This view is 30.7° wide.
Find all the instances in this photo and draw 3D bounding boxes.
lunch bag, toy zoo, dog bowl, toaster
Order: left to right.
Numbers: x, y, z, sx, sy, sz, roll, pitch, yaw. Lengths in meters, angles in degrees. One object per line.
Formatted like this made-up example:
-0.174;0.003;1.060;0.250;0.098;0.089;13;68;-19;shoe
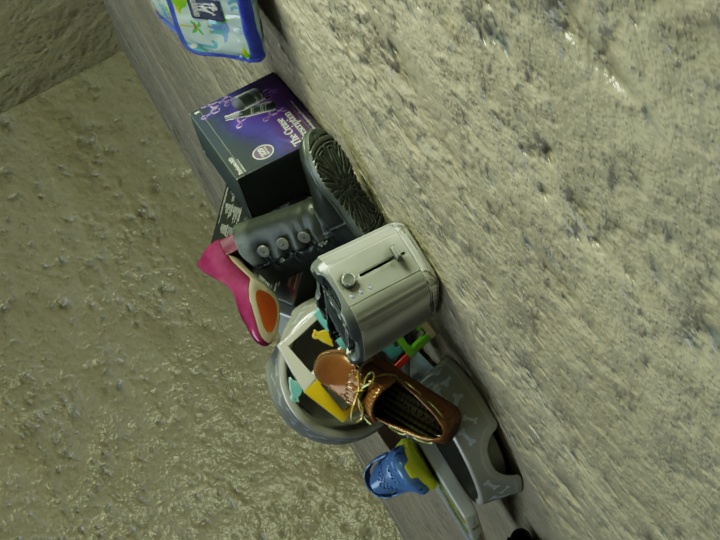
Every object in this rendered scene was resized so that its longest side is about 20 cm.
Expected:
-0.198;-0.372;1.666;0.200;0.127;0.171;40;158;33;lunch bag
-0.025;0.131;1.734;0.202;0.198;0.059;62;170;-3;dog bowl
-0.015;0.100;1.689;0.131;0.200;0.020;48;172;-6;toy zoo
0.019;0.030;1.579;0.114;0.128;0.201;59;170;21;toaster
0.136;0.215;1.712;0.202;0.058;0.200;60;172;14;dog bowl

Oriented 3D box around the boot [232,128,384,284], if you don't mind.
-0.088;-0.079;1.681;0.198;0.066;0.166;-18;110;41;boot

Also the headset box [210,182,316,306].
-0.110;-0.043;1.827;0.198;0.151;0.077;20;-172;35;headset box

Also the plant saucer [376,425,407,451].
0.063;0.227;2.053;0.201;0.032;0.201;49;-163;-20;plant saucer

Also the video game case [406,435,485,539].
0.112;0.285;1.821;0.201;0.023;0.183;58;174;29;video game case

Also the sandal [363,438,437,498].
0.052;0.283;1.812;0.080;0.086;0.200;61;173;7;sandal

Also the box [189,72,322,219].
-0.134;-0.174;1.804;0.200;0.140;0.079;51;167;48;box

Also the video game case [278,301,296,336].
-0.033;0.135;1.915;0.198;0.024;0.183;20;147;35;video game case

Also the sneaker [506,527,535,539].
0.224;0.388;1.776;0.200;0.071;0.084;175;90;-80;sneaker

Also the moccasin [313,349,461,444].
0.026;0.158;1.618;0.200;0.074;0.078;32;-167;19;moccasin

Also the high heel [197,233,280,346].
-0.166;0.037;1.761;0.067;0.096;0.202;36;-152;-40;high heel

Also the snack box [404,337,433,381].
0.087;0.181;1.901;0.144;0.053;0.200;66;171;-25;snack box
